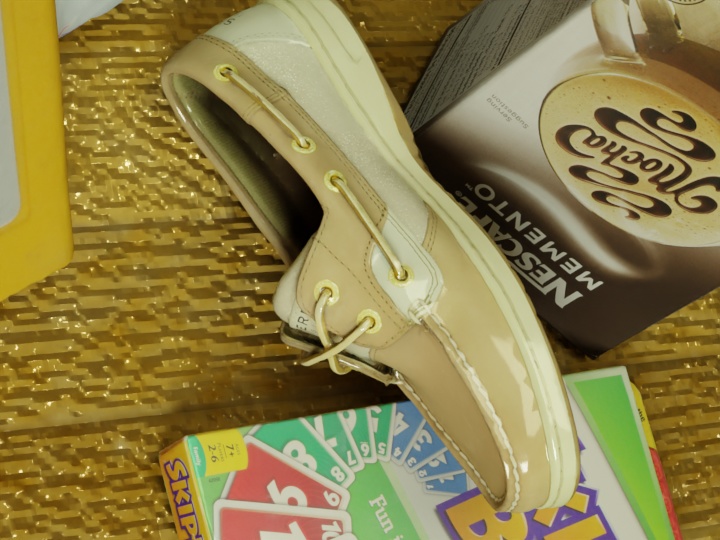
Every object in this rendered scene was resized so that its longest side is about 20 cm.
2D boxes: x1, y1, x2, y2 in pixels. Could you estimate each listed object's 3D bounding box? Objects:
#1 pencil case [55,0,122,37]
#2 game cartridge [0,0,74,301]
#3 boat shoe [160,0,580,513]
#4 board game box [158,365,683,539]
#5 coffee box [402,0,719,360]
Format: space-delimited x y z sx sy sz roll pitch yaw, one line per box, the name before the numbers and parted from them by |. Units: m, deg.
pencil case | -0.067 -0.146 0.827 0.200 0.083 0.091 -35 104 -35
game cartridge | -0.156 -0.054 0.690 0.032 0.201 0.176 31 46 33
boat shoe | 0.000 0.000 0.818 0.066 0.074 0.201 -24 67 -21
board game box | 0.033 0.090 0.838 0.199 0.030 0.096 -6 75 -36
coffee box | 0.108 -0.063 0.833 0.113 0.200 0.080 38 53 -13
